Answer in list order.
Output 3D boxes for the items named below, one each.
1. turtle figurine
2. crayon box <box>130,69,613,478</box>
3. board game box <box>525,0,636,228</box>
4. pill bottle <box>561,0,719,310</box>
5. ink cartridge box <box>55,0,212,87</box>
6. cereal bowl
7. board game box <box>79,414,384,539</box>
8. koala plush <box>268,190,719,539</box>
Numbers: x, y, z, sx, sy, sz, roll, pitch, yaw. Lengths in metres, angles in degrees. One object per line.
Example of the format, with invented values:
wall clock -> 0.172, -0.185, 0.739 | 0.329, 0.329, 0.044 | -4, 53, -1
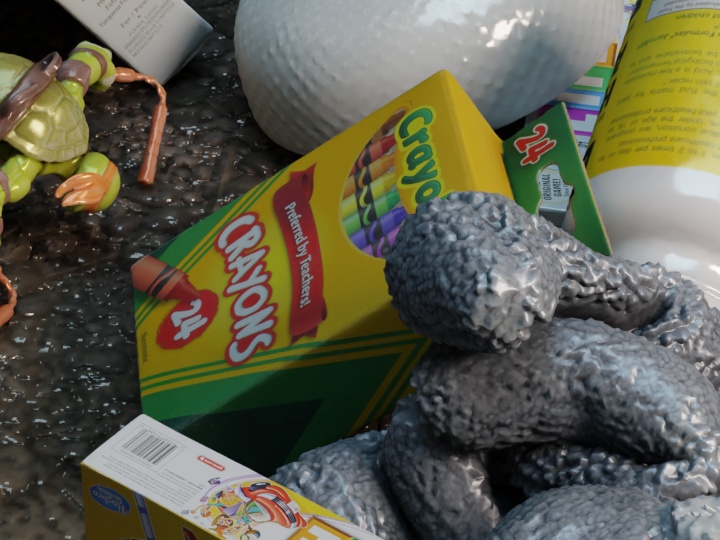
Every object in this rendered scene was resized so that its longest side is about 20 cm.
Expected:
turtle figurine -> -0.168, -0.069, 1.144 | 0.161, 0.064, 0.200 | 38, 46, -9
crayon box -> 0.000, 0.000, 1.036 | 0.199, 0.051, 0.127 | -31, 34, 14
board game box -> 0.148, -0.067, 1.215 | 0.133, 0.034, 0.200 | 5, 37, 7
pill bottle -> 0.147, -0.035, 1.060 | 0.111, 0.112, 0.201 | 12, 57, 15
ink cartridge box -> -0.179, -0.190, 1.265 | 0.047, 0.200, 0.160 | -46, 48, 0
cereal bowl -> 0.025, -0.143, 1.242 | 0.199, 0.084, 0.201 | -16, 32, 10
board game box -> -0.007, 0.147, 0.852 | 0.199, 0.135, 0.034 | 24, 42, 29
koala plush -> 0.088, 0.102, 0.891 | 0.183, 0.178, 0.200 | 14, 28, -23
